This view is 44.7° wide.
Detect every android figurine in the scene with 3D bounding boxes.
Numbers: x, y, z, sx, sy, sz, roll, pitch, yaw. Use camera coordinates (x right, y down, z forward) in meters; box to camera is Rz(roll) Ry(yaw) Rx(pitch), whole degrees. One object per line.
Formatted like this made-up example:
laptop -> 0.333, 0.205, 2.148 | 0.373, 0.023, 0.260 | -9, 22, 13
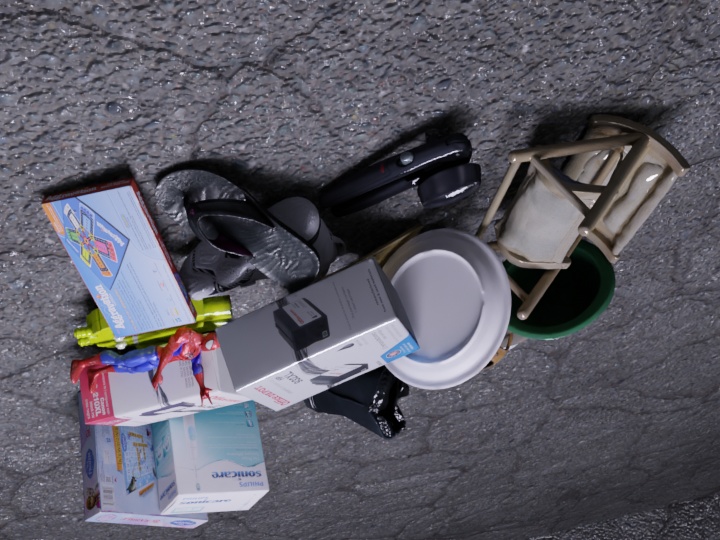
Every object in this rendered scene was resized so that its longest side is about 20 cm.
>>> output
android figurine -> -0.268, 0.069, 1.139 | 0.199, 0.041, 0.182 | -8, 165, -16

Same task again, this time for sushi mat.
sushi mat -> 0.000, 0.000, 1.108 | 0.200, 0.012, 0.096 | -31, 164, -44

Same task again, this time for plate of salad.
plate of salad -> 0.099, 0.047, 1.084 | 0.200, 0.201, 0.048 | -31, 153, 25

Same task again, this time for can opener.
can opener -> 0.040, -0.106, 1.002 | 0.199, 0.079, 0.063 | -14, 144, 23

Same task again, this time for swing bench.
swing bench -> 0.259, -0.074, 1.074 | 0.199, 0.130, 0.199 | -28, 157, -29

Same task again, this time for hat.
hat -> 0.291, 0.062, 1.252 | 0.200, 0.166, 0.176 | -37, 140, -10

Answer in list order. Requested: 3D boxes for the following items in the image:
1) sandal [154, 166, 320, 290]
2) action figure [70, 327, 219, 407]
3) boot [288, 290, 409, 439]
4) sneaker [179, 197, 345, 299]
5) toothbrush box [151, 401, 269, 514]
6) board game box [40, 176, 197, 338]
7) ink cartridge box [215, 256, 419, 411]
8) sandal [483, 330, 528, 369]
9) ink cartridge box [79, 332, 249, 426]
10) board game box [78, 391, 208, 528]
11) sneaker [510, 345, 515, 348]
sandal -> -0.131, -0.046, 0.949 | 0.200, 0.048, 0.075 | 31, 110, -9
action figure -> -0.264, 0.135, 1.111 | 0.199, 0.099, 0.065 | -19, 152, 10
boot -> -0.012, 0.116, 1.169 | 0.168, 0.201, 0.076 | 8, -159, 44
sneaker -> -0.115, -0.007, 1.061 | 0.199, 0.075, 0.115 | -27, 147, 17
toothbrush box -> -0.235, 0.261, 1.339 | 0.146, 0.201, 0.085 | 5, 144, -32
board game box -> -0.265, -0.009, 0.981 | 0.102, 0.019, 0.201 | -12, 128, 6
ink cartridge box -> -0.046, 0.080, 1.020 | 0.199, 0.084, 0.145 | -24, 158, 6
sandal -> 0.169, 0.117, 1.275 | 0.199, 0.055, 0.082 | -12, 151, -23
ink cartridge box -> -0.264, 0.156, 1.218 | 0.199, 0.085, 0.145 | -14, 166, 11
board game box -> -0.332, 0.286, 1.338 | 0.041, 0.201, 0.199 | -32, 145, 29
sneaker -> 0.188, 0.089, 1.368 | 0.199, 0.075, 0.115 | -21, 147, 2
